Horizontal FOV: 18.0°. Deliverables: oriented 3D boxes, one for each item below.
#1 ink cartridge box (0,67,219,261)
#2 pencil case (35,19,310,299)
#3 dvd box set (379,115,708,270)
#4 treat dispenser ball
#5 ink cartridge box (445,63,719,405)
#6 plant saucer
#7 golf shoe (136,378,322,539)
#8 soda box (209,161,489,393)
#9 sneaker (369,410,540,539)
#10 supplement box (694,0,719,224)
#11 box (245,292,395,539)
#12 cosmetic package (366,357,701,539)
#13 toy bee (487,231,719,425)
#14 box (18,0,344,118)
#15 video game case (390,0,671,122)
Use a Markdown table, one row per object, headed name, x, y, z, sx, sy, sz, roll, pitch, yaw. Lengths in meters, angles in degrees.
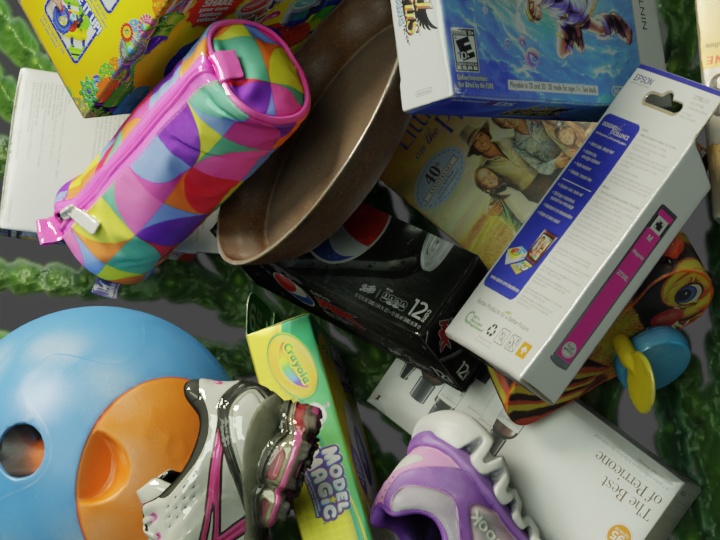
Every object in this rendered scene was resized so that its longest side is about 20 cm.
| name | x | y | z | sx | sy | sz | roll | pitch | yaw |
| --- | --- | --- | --- | --- | --- | --- | --- | --- | --- |
| ink cartridge box | -0.138 | -0.065 | 1.527 | 0.198 | 0.050 | 0.110 | 8 | 82 | -8 |
| pencil case | -0.115 | -0.069 | 1.409 | 0.200 | 0.088 | 0.089 | -43 | 66 | 35 |
| dvd box set | 0.107 | -0.074 | 1.453 | 0.200 | 0.029 | 0.147 | 41 | 97 | 22 |
| treat dispenser ball | -0.166 | 0.123 | 1.435 | 0.199 | 0.201 | 0.203 | -4 | 79 | 21 |
| ink cartridge box | 0.136 | -0.023 | 1.308 | 0.201 | 0.037 | 0.095 | -56 | 30 | -2 |
| plant saucer | -0.019 | -0.084 | 1.374 | 0.034 | 0.200 | 0.201 | 32 | 94 | -21 |
| golf shoe | -0.092 | 0.159 | 1.339 | 0.091 | 0.073 | 0.201 | 20 | 98 | 2 |
| soda box | 0.000 | 0.000 | 1.421 | 0.199 | 0.071 | 0.063 | 25 | 72 | 41 |
| sneaker | 0.076 | 0.186 | 1.358 | 0.201 | 0.088 | 0.080 | 53 | 144 | -1 |
| supplement box | 0.272 | -0.129 | 1.373 | 0.125 | 0.073 | 0.202 | -8 | 78 | 21 |
| box | -0.022 | 0.113 | 1.423 | 0.048 | 0.117 | 0.201 | -20 | 74 | 5 |
| cosmetic package | 0.106 | 0.108 | 1.410 | 0.200 | 0.051 | 0.083 | 36 | 96 | 23 |
| toy bee | 0.162 | 0.011 | 1.348 | 0.200 | 0.109 | 0.131 | -40 | 53 | -13 |
| box | -0.082 | -0.208 | 1.425 | 0.193 | 0.199 | 0.122 | -49 | 63 | 40 |
| video game case | 0.096 | -0.183 | 1.345 | 0.045 | 0.199 | 0.183 | -15 | 80 | 45 |
